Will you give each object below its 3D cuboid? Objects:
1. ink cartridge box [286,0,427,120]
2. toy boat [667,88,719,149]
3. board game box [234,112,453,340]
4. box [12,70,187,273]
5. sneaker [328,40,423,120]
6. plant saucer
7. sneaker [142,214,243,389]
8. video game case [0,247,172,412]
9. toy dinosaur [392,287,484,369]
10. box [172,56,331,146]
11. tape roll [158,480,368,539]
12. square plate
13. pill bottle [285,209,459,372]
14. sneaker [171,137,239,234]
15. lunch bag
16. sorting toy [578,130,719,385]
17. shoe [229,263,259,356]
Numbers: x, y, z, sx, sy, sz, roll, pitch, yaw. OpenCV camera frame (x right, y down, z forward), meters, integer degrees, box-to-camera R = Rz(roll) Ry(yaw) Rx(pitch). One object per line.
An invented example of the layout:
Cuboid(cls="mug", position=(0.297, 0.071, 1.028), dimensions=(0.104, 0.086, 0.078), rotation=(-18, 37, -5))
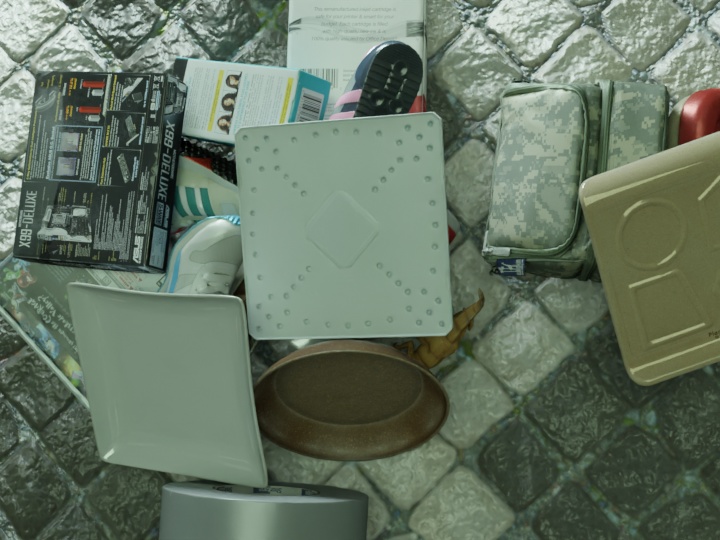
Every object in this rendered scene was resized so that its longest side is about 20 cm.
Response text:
Cuboid(cls="ink cartridge box", position=(-0.001, -0.229, 1.093), dimensions=(0.145, 0.083, 0.202), rotation=(1, 83, 6))
Cuboid(cls="toy boat", position=(0.374, -0.079, 0.990), dimensions=(0.130, 0.130, 0.202), rotation=(8, 82, -37))
Cuboid(cls="board game box", position=(-0.015, -0.039, 0.960), dimensions=(0.198, 0.026, 0.202), rotation=(-2, 95, 15))
Cuboid(cls="box", position=(-0.270, -0.103, 1.065), dimensions=(0.156, 0.050, 0.202), rotation=(4, 85, 17))
Cuboid(cls="sneaker", position=(-0.004, -0.132, 1.010), dimensions=(0.070, 0.082, 0.201), rotation=(30, 101, -17))
Cuboid(cls="plant saucer", position=(-0.012, 0.124, 1.011), dimensions=(0.198, 0.201, 0.037), rotation=(-4, 50, 6))
Cuboid(cls="sneaker", position=(-0.162, 0.032, 1.028), dimensions=(0.201, 0.076, 0.081), rotation=(-56, 51, 24))
Cuboid(cls="video game case", position=(-0.281, 0.028, 1.112), dimensions=(0.182, 0.023, 0.200), rotation=(-43, 88, -1))
Cuboid(cls="toy dinosaur", position=(0.086, 0.065, 1.029), dimensions=(0.060, 0.107, 0.200), rotation=(36, 125, -8))
Cuboid(cls="box", position=(-0.123, -0.169, 1.062), dimensions=(0.199, 0.049, 0.083), rotation=(16, 93, 42))
Cuboid(cls="tape roll", position=(-0.092, 0.242, 0.983), dimensions=(0.198, 0.200, 0.067), rotation=(2, 83, 7))
Cuboid(cls="square plate", position=(-0.183, 0.107, 0.996), dimensions=(0.198, 0.028, 0.200), rotation=(4, 112, 23))
Cuboid(cls="pill bottle", position=(0.000, 0.000, 1.048), dimensions=(0.114, 0.114, 0.201), rotation=(38, 89, 10))
Cuboid(cls="sneaker", position=(-0.168, -0.074, 1.105), dimensions=(0.198, 0.070, 0.094), rotation=(26, 110, 14))
Cuboid(cls="lunch bag", position=(0.212, -0.086, 1.024), dimensions=(0.166, 0.139, 0.202), rotation=(6, 85, 11))
Cuboid(cls="sorting toy", position=(0.306, -0.015, 0.932), dimensions=(0.183, 0.037, 0.202), rotation=(-19, 105, 1))
Cuboid(cls="shoe", position=(-0.133, 0.052, 1.074), dimensions=(0.069, 0.053, 0.201), rotation=(28, 92, -8))
